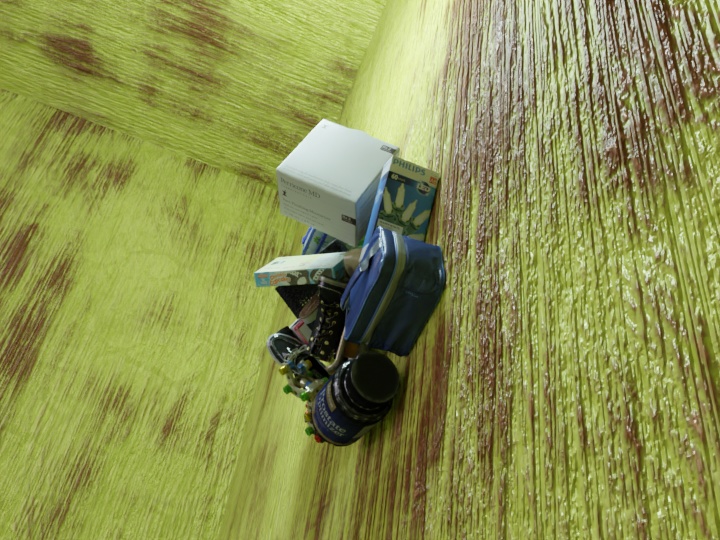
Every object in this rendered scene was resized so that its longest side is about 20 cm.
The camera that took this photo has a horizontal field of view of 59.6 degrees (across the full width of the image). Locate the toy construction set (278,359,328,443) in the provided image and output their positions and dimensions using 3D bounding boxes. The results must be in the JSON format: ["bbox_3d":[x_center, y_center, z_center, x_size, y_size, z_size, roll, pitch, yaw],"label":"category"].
[{"bbox_3d":[-0.105,0.290,1.349,0.092,0.130,0.203,-41,-41,-27],"label":"toy construction set"}]

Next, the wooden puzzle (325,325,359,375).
[{"bbox_3d":[-0.011,0.110,1.228,0.185,0.045,0.204,96,-166,-78],"label":"wooden puzzle"}]

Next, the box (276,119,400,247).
[{"bbox_3d":[-0.045,-0.190,1.334,0.201,0.196,0.132,-53,-23,-35],"label":"box"}]

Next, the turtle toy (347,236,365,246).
[{"bbox_3d":[0.018,-0.128,1.449,0.202,0.143,0.102,-60,-27,-31],"label":"turtle toy"}]

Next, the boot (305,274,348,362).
[{"bbox_3d":[-0.066,0.101,1.280,0.204,0.072,0.157,69,-140,-74],"label":"boot"}]

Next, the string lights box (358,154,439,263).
[{"bbox_3d":[0.073,-0.099,1.174,0.059,0.101,0.204,144,142,-71],"label":"string lights box"}]

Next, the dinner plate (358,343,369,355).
[{"bbox_3d":[-0.011,0.183,1.350,0.200,0.024,0.204,-162,89,-78],"label":"dinner plate"}]

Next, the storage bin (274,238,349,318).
[{"bbox_3d":[-0.106,0.017,1.543,0.199,0.094,0.135,-38,4,-6],"label":"storage bin"}]

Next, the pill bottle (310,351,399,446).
[{"bbox_3d":[-0.009,0.216,1.064,0.201,0.110,0.114,123,162,-53],"label":"pill bottle"}]

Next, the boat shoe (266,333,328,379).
[{"bbox_3d":[-0.138,0.205,1.431,0.074,0.199,0.068,-43,-20,-17],"label":"boat shoe"}]

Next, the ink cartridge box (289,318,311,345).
[{"bbox_3d":[-0.098,0.128,1.560,0.145,0.085,0.200,-43,4,-15],"label":"ink cartridge box"}]

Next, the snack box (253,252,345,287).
[{"bbox_3d":[-0.124,-0.002,1.396,0.116,0.196,0.038,-41,-56,-62],"label":"snack box"}]

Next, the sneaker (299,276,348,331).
[{"bbox_3d":[-0.046,0.077,1.440,0.200,0.109,0.070,-48,23,-28],"label":"sneaker"}]

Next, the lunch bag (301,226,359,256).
[{"bbox_3d":[-0.071,-0.075,1.681,0.201,0.158,0.084,125,161,-52],"label":"lunch bag"}]

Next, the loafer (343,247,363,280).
[{"bbox_3d":[0.000,0.000,1.361,0.201,0.067,0.077,85,-164,-65],"label":"loafer"}]

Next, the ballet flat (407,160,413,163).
[{"bbox_3d":[0.077,-0.131,1.335,0.069,0.068,0.204,-128,58,-76],"label":"ballet flat"}]

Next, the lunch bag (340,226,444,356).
[{"bbox_3d":[0.041,0.038,1.047,0.137,0.130,0.202,-89,21,-57],"label":"lunch bag"}]

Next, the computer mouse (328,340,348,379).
[{"bbox_3d":[-0.054,0.196,1.392,0.201,0.033,0.060,-101,31,-69],"label":"computer mouse"}]

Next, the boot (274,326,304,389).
[{"bbox_3d":[-0.140,0.253,1.539,0.065,0.201,0.166,-34,-19,-16],"label":"boot"}]
